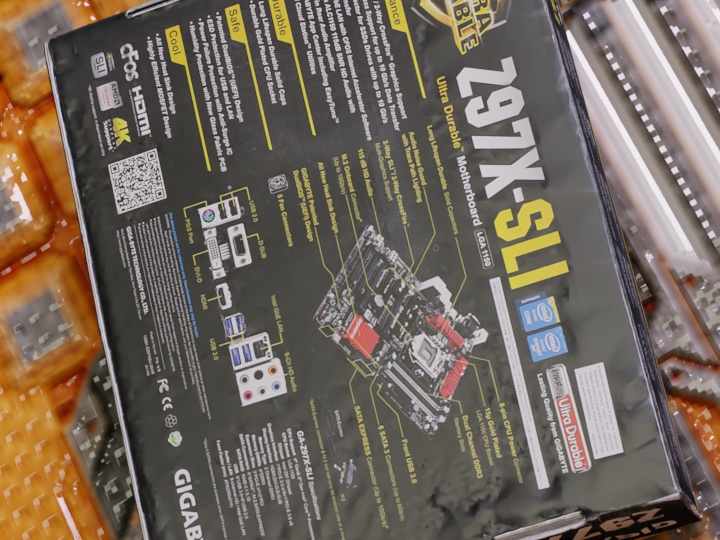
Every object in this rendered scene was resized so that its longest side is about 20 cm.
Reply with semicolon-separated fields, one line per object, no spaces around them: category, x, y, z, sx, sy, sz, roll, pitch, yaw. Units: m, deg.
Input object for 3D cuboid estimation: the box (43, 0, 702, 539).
box;0.000;0.000;0.750;0.159;0.049;0.201;-18;72;10
